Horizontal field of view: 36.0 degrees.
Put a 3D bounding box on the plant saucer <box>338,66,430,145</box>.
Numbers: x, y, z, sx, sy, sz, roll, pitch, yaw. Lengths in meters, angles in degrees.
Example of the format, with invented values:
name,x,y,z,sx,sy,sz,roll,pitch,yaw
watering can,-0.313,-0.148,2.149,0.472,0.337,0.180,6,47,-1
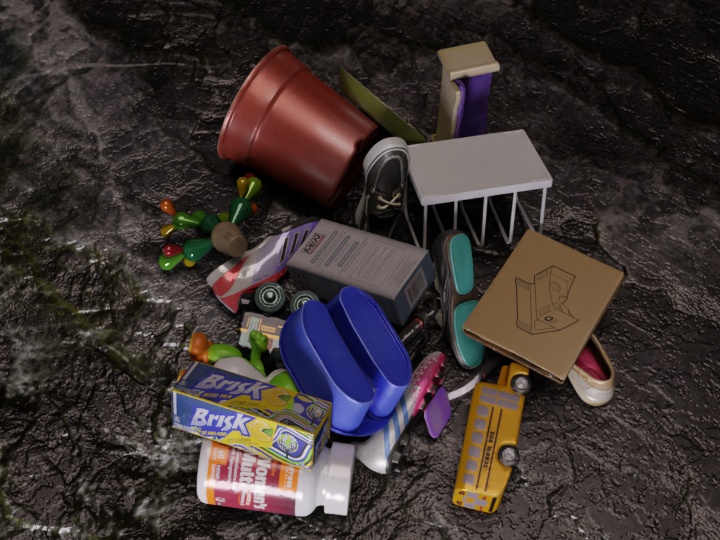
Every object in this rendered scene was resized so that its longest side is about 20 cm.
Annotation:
name,x,y,z,sx,sy,sz,roll,pitch,yaw
plant saucer,0.036,-0.245,1.749,0.200,0.200,0.031,44,97,21

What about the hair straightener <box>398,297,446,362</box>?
name,x,y,z,sx,sy,sz,roll,pitch,yaw
hair straightener,0.052,0.119,1.577,0.041,0.077,0.200,38,82,33

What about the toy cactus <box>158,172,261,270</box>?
name,x,y,z,sx,sy,sz,roll,pitch,yaw
toy cactus,-0.213,-0.069,1.645,0.199,0.103,0.165,-33,32,-16

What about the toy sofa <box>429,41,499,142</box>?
name,x,y,z,sx,sy,sz,roll,pitch,yaw
toy sofa,0.165,-0.247,1.732,0.081,0.201,0.099,-12,53,-10

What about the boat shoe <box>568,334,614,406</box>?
name,x,y,z,sx,sy,sz,roll,pitch,yaw
boat shoe,0.305,0.096,1.602,0.073,0.070,0.201,-26,63,-17

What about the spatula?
name,x,y,z,sx,sy,sz,roll,pitch,yaw
spatula,0.154,0.161,1.573,0.020,0.057,0.199,16,45,45

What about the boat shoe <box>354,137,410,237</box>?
name,x,y,z,sx,sy,sz,roll,pitch,yaw
boat shoe,0.038,-0.110,1.642,0.070,0.201,0.064,-8,53,-16

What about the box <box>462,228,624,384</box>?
name,x,y,z,sx,sy,sz,roll,pitch,yaw
box,0.263,0.047,1.585,0.162,0.021,0.201,26,61,22

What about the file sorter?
name,x,y,z,sx,sy,sz,roll,pitch,yaw
file sorter,0.171,-0.113,1.680,0.196,0.126,0.140,-9,40,-8

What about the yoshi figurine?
name,x,y,z,sx,sy,sz,roll,pitch,yaw
yoshi figurine,-0.146,0.151,1.508,0.197,0.114,0.112,17,26,-1

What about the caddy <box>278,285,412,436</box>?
name,x,y,z,sx,sy,sz,roll,pitch,yaw
caddy,-0.023,0.122,1.483,0.140,0.105,0.202,-18,67,-33

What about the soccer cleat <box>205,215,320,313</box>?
name,x,y,z,sx,sy,sz,roll,pitch,yaw
soccer cleat,-0.134,-0.012,1.662,0.199,0.068,0.074,-32,84,-21

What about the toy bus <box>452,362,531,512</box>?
name,x,y,z,sx,sy,sz,roll,pitch,yaw
toy bus,0.183,0.225,1.522,0.077,0.065,0.202,11,59,7

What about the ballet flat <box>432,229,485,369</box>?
name,x,y,z,sx,sy,sz,roll,pitch,yaw
ballet flat,0.140,0.041,1.618,0.067,0.068,0.204,-7,93,-33

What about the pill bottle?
name,x,y,z,sx,sy,sz,roll,pitch,yaw
pill bottle,-0.109,0.263,1.461,0.196,0.110,0.111,7,58,2

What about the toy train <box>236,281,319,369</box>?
name,x,y,z,sx,sy,sz,roll,pitch,yaw
toy train,-0.087,0.091,1.589,0.197,0.085,0.116,13,72,2

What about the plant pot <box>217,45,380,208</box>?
name,x,y,z,sx,sy,sz,roll,pitch,yaw
plant pot,-0.086,-0.208,1.713,0.194,0.201,0.202,33,62,8

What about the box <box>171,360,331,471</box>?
name,x,y,z,sx,sy,sz,roll,pitch,yaw
box,-0.140,0.184,1.416,0.197,0.065,0.070,15,34,14

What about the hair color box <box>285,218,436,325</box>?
name,x,y,z,sx,sy,sz,roll,pitch,yaw
hair color box,0.000,0.000,1.616,0.198,0.061,0.099,18,56,33

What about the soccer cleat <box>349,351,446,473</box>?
name,x,y,z,sx,sy,sz,roll,pitch,yaw
soccer cleat,0.052,0.185,1.539,0.085,0.070,0.201,20,58,18
